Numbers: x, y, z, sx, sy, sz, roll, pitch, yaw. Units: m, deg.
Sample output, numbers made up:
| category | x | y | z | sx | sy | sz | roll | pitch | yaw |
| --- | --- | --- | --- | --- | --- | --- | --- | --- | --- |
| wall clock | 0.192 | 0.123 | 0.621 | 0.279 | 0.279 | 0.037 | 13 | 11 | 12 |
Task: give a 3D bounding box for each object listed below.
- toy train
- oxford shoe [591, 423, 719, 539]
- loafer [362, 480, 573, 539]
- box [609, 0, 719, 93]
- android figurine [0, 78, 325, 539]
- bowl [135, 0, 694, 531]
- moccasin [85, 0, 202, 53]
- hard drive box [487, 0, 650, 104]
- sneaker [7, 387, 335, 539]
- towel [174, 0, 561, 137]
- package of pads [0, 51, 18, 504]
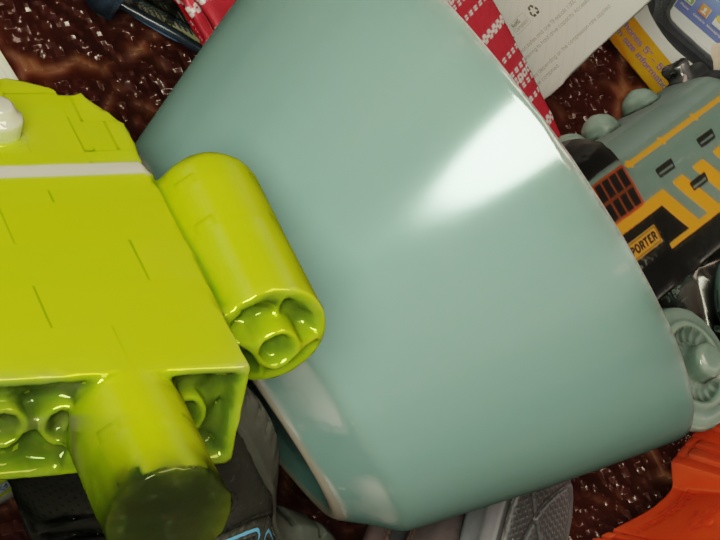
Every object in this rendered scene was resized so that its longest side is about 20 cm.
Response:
| category | x | y | z | sx | sy | sz | roll | pitch | yaw |
| --- | --- | --- | --- | --- | --- | --- | --- | --- | --- |
| toy train | 0.112 | -0.007 | 0.922 | 0.200 | 0.085 | 0.114 | -34 | 98 | -45 |
| oxford shoe | 0.114 | 0.124 | 0.863 | 0.200 | 0.071 | 0.073 | -38 | 125 | -28 |
| loafer | 0.011 | 0.136 | 0.794 | 0.201 | 0.063 | 0.072 | -63 | 142 | -35 |
| box | 0.181 | -0.135 | 0.985 | 0.119 | 0.200 | 0.041 | 50 | 46 | 3 |
| android figurine | -0.104 | 0.000 | 0.618 | 0.181 | 0.041 | 0.200 | -2 | 37 | -22 |
| bowl | 0.000 | 0.000 | 0.754 | 0.105 | 0.201 | 0.201 | -35 | 84 | -9 |
| moccasin | -0.076 | -0.125 | 0.878 | 0.199 | 0.080 | 0.068 | 24 | 49 | -20 |
| hard drive box | 0.045 | -0.178 | 0.948 | 0.200 | 0.156 | 0.077 | 47 | 46 | -2 |
| sneaker | -0.057 | 0.084 | 0.708 | 0.200 | 0.073 | 0.082 | 55 | 43 | -52 |
| towel | 0.008 | -0.069 | 0.892 | 0.145 | 0.022 | 0.201 | -49 | 118 | -41 |
| package of pads | -0.162 | -0.013 | 0.754 | 0.154 | 0.068 | 0.201 | -26 | 80 | -41 |
